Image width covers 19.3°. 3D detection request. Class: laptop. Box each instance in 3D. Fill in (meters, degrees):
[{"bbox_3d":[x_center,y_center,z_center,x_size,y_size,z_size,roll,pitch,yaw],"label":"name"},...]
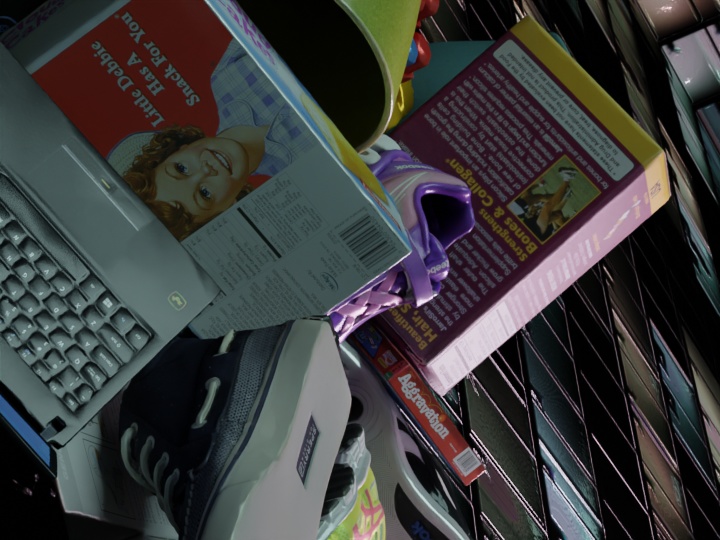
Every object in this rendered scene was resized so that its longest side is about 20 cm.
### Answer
[{"bbox_3d":[-0.148,-0.020,0.880,0.177,0.103,0.200,49,47,-6],"label":"laptop"}]

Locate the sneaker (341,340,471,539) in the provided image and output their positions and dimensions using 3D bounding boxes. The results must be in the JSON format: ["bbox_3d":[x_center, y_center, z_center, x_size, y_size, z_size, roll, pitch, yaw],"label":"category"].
[{"bbox_3d":[0.002,0.114,1.343,0.200,0.073,0.112,59,4,-13],"label":"sneaker"}]

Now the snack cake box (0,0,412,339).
[{"bbox_3d":[-0.079,-0.058,1.045,0.200,0.115,0.067,51,11,-27],"label":"snack cake box"}]

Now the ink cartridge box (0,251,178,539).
[{"bbox_3d":[-0.141,0.039,1.016,0.176,0.045,0.200,29,41,-65],"label":"ink cartridge box"}]

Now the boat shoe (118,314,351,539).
[{"bbox_3d":[-0.070,0.098,0.945,0.200,0.093,0.075,-68,147,-54],"label":"boat shoe"}]

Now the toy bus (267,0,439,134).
[{"bbox_3d":[-0.032,-0.120,1.305,0.136,0.192,0.200,67,15,5],"label":"toy bus"}]

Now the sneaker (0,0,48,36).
[{"bbox_3d":[-0.141,-0.067,1.126,0.200,0.070,0.078,50,32,-36],"label":"sneaker"}]

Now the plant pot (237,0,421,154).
[{"bbox_3d":[-0.035,-0.192,1.146,0.187,0.187,0.200,53,49,-39],"label":"plant pot"}]

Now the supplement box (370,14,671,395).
[{"bbox_3d":[0.079,-0.039,1.332,0.131,0.200,0.103,49,-2,18],"label":"supplement box"}]

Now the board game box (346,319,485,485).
[{"bbox_3d":[0.009,0.053,1.360,0.103,0.019,0.200,55,-4,-34],"label":"board game box"}]

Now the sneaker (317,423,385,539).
[{"bbox_3d":[-0.021,0.155,1.188,0.200,0.078,0.090,-46,120,-70],"label":"sneaker"}]

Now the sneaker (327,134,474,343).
[{"bbox_3d":[0.000,0.000,1.201,0.200,0.088,0.081,-52,147,-37],"label":"sneaker"}]

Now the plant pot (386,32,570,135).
[{"bbox_3d":[0.073,-0.076,1.493,0.200,0.188,0.200,-20,90,-89],"label":"plant pot"}]

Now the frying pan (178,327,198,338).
[{"bbox_3d":[-0.079,0.067,1.140,0.190,0.031,0.115,-96,169,-68],"label":"frying pan"}]
